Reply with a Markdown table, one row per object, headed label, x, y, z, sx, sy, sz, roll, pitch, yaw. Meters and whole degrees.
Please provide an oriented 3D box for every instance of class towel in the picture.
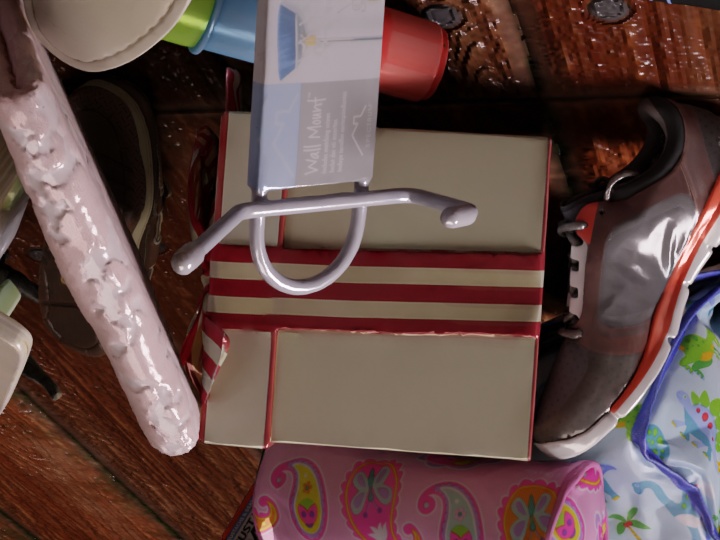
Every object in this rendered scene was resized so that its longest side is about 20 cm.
| label | x | y | z | sx | sy | sz | roll | pitch | yaw |
| --- | --- | --- | --- | --- | --- | --- | --- | --- | --- |
| towel | -0.137 | -0.036 | 0.884 | 0.032 | 0.191 | 0.201 | -24 | 122 | -4 |

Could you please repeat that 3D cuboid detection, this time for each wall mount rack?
| label | x | y | z | sx | sy | sz | roll | pitch | yaw |
| --- | --- | --- | --- | --- | --- | --- | --- | --- | --- |
| wall mount rack | -0.022 | -0.076 | 0.780 | 0.173 | 0.201 | 0.074 | -9 | -161 | -39 |

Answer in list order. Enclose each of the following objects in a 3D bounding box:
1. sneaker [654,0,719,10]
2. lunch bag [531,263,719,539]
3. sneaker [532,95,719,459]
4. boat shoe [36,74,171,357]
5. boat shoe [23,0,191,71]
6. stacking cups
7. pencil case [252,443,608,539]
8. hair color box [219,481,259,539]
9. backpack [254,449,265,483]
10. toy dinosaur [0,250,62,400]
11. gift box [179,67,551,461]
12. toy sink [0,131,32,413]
| label | x | y | z | sx | sy | sz | roll | pitch | yaw |
| --- | --- | --- | --- | --- | --- | --- | --- | --- | --- |
| sneaker | 0.113 | -0.147 | 0.773 | 0.199 | 0.070 | 0.078 | 21 | 156 | -12 |
| lunch bag | 0.157 | 0.075 | 1.092 | 0.170 | 0.200 | 0.128 | -20 | 116 | 44 |
| sneaker | 0.127 | -0.001 | 0.966 | 0.082 | 0.201 | 0.077 | 28 | 179 | -14 |
| boat shoe | -0.145 | -0.042 | 1.074 | 0.075 | 0.075 | 0.203 | 30 | 137 | 10 |
| boat shoe | -0.081 | -0.158 | 0.763 | 0.072 | 0.060 | 0.200 | 35 | 137 | -4 |
| stacking cups | -0.055 | -0.127 | 0.884 | 0.199 | 0.061 | 0.060 | 12 | 155 | -21 |
| pencil case | 0.040 | 0.134 | 1.012 | 0.199 | 0.088 | 0.087 | 6 | 158 | 31 |
| hair color box | 0.022 | 0.197 | 1.103 | 0.199 | 0.064 | 0.111 | 7 | 139 | 31 |
| backpack | 0.039 | 0.114 | 1.212 | 0.199 | 0.177 | 0.153 | 13 | 157 | 5 |
| toy dinosaur | -0.236 | 0.009 | 1.161 | 0.200 | 0.088 | 0.048 | 37 | 128 | 16 |
| gift box | 0.000 | 0.000 | 0.946 | 0.186 | 0.186 | 0.200 | 3 | 175 | 5 |
| toy sink | -0.250 | -0.029 | 1.020 | 0.200 | 0.112 | 0.130 | 32 | 152 | -3 |
